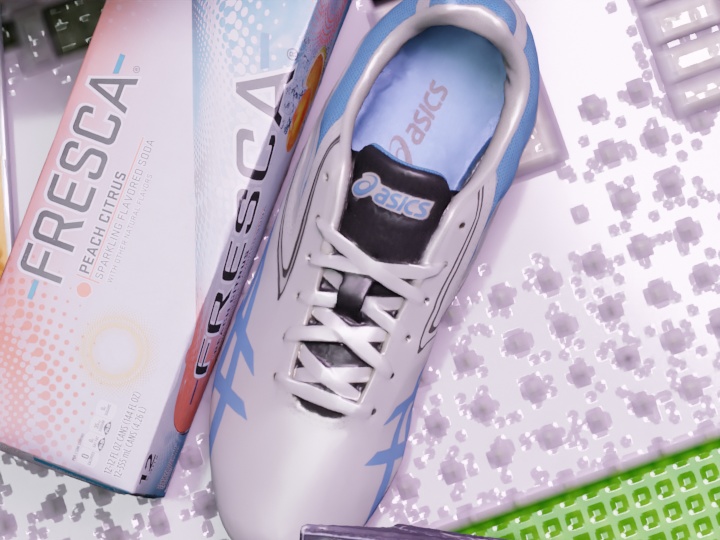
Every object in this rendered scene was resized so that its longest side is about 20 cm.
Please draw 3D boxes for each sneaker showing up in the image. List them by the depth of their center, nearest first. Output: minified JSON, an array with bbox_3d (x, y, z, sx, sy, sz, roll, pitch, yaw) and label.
[{"bbox_3d":[0.000,0.000,0.888,0.072,0.072,0.201,20,88,6],"label":"sneaker"}]

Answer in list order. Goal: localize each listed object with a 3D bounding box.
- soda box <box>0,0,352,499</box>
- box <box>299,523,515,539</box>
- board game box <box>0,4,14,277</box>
[{"bbox_3d":[-0.063,-0.029,0.902,0.068,0.064,0.201,20,87,7],"label":"soda box"},{"bbox_3d":[0.049,0.135,0.804,0.131,0.200,0.115,6,85,6],"label":"box"},{"bbox_3d":[-0.220,-0.068,0.939,0.199,0.026,0.201,-5,84,5],"label":"board game box"}]
